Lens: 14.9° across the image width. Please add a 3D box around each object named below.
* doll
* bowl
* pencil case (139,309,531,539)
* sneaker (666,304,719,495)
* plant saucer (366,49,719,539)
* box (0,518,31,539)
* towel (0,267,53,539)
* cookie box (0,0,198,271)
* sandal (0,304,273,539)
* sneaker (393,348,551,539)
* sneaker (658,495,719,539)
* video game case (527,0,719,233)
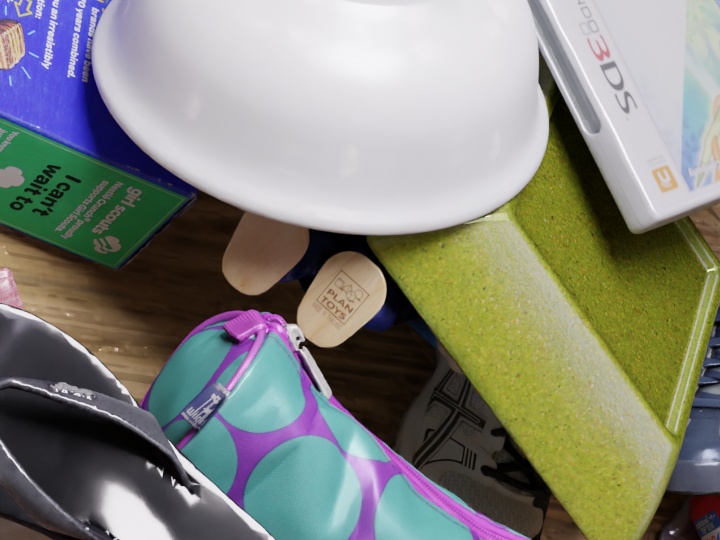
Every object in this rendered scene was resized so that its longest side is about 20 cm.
[{"bbox_3d":[0.000,0.000,1.242,0.136,0.049,0.200,35,10,7],"label":"doll"},{"bbox_3d":[-0.008,-0.111,1.159,0.200,0.091,0.202,9,39,-8],"label":"bowl"},{"bbox_3d":[0.000,0.104,1.155,0.200,0.092,0.085,40,13,-15],"label":"pencil case"},{"bbox_3d":[0.178,0.044,1.354,0.200,0.070,0.083,-51,142,-65],"label":"sneaker"},{"bbox_3d":[0.099,-0.004,1.239,0.200,0.048,0.200,53,33,-21],"label":"plant saucer"},{"bbox_3d":[-0.071,0.137,1.167,0.199,0.035,0.111,3,63,-37],"label":"box"},{"bbox_3d":[-0.169,0.104,1.083,0.143,0.023,0.201,-17,72,-25],"label":"towel"},{"bbox_3d":[-0.165,-0.117,1.211,0.199,0.075,0.172,23,51,-26],"label":"cookie box"},{"bbox_3d":[-0.102,0.078,1.063,0.200,0.043,0.076,35,75,0],"label":"sandal"},{"bbox_3d":[0.071,0.057,1.292,0.075,0.088,0.201,25,54,-27],"label":"sneaker"},{"bbox_3d":[0.204,0.172,1.341,0.112,0.071,0.201,28,43,-28],"label":"sneaker"},{"bbox_3d":[0.152,-0.124,1.263,0.199,0.022,0.183,-20,80,-42],"label":"video game case"}]
